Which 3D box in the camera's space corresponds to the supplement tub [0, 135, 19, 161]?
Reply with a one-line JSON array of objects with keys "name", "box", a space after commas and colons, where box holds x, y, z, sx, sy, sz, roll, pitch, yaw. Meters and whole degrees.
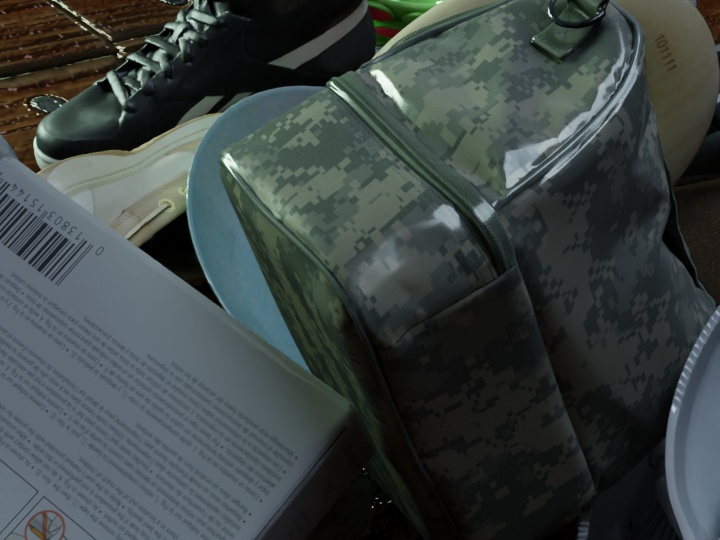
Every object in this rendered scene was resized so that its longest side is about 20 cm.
[{"name": "supplement tub", "box": [-0.255, -0.052, 0.818, 0.199, 0.123, 0.122, 33, 34, 24]}]

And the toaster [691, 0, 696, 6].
[{"name": "toaster", "box": [0.125, -0.147, 1.123, 0.112, 0.201, 0.130, -8, 51, -18]}]

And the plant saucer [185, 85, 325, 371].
[{"name": "plant saucer", "box": [0.000, 0.000, 0.906, 0.199, 0.039, 0.202, 18, 48, -20]}]

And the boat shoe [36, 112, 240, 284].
[{"name": "boat shoe", "box": [-0.097, -0.024, 0.916, 0.069, 0.074, 0.199, 51, 35, 10]}]

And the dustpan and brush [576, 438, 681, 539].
[{"name": "dustpan and brush", "box": [0.138, 0.103, 0.807, 0.138, 0.058, 0.201, 4, 33, -21]}]

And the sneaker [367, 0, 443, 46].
[{"name": "sneaker", "box": [0.045, -0.173, 1.044, 0.198, 0.085, 0.077, 8, -17, 27]}]

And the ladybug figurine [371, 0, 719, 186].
[{"name": "ladybug figurine", "box": [0.072, -0.070, 0.877, 0.198, 0.137, 0.072, -24, 12, 5]}]

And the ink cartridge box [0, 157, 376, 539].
[{"name": "ink cartridge box", "box": [-0.124, 0.074, 0.717, 0.199, 0.045, 0.176, 34, 74, 26]}]

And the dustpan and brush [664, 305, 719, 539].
[{"name": "dustpan and brush", "box": [0.154, 0.098, 0.720, 0.140, 0.200, 0.057, 44, -2, 15]}]

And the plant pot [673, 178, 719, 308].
[{"name": "plant pot", "box": [0.226, 0.023, 0.907, 0.198, 0.189, 0.187, 9, 29, 12]}]

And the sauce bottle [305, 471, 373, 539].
[{"name": "sauce bottle", "box": [-0.087, 0.061, 0.779, 0.199, 0.065, 0.064, 32, 33, 26]}]

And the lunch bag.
[{"name": "lunch bag", "box": [0.059, 0.001, 0.745, 0.167, 0.201, 0.139, -32, 44, -9]}]

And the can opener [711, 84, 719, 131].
[{"name": "can opener", "box": [0.240, -0.079, 0.931, 0.199, 0.063, 0.079, -4, 67, -41]}]

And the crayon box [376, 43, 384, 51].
[{"name": "crayon box", "box": [0.012, -0.108, 1.106, 0.118, 0.059, 0.200, -1, 35, -27]}]

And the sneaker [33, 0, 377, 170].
[{"name": "sneaker", "box": [-0.089, -0.128, 0.984, 0.198, 0.113, 0.073, -21, 39, -16]}]

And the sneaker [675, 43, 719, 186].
[{"name": "sneaker", "box": [0.185, -0.083, 0.964, 0.198, 0.079, 0.075, -19, 75, -14]}]
